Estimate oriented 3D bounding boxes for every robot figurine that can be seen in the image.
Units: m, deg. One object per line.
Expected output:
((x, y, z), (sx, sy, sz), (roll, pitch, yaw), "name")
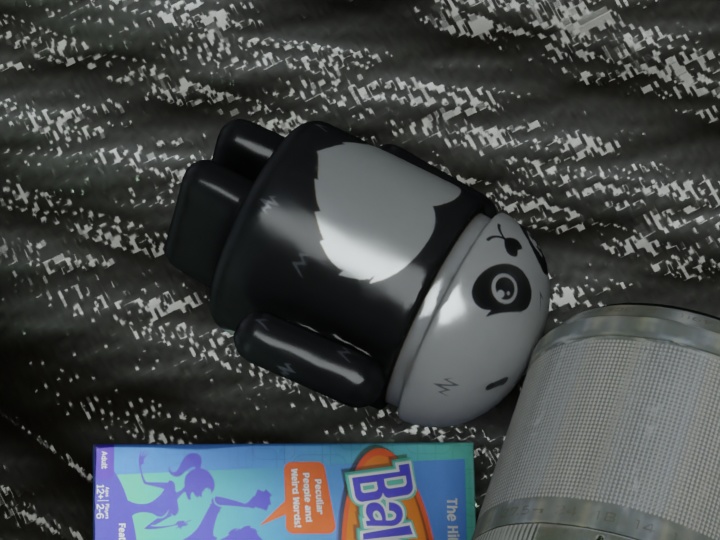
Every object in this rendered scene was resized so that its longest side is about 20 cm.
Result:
((0.001, -0.002, 1.174), (0.199, 0.125, 0.151), (27, 82, 9), "robot figurine")

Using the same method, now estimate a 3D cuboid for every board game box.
((-0.039, 0.166, 1.169), (0.199, 0.045, 0.153), (0, 79, -8), "board game box")

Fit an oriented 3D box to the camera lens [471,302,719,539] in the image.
((0.138, 0.129, 1.102), (0.159, 0.160, 0.201), (18, 62, 7), "camera lens")
